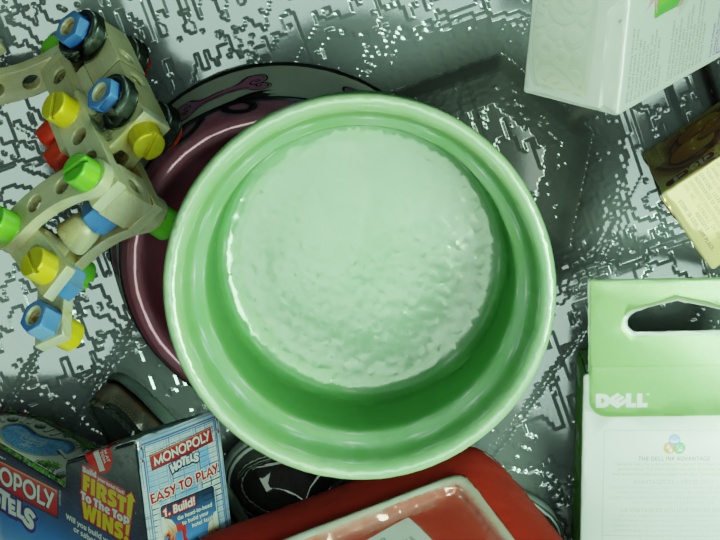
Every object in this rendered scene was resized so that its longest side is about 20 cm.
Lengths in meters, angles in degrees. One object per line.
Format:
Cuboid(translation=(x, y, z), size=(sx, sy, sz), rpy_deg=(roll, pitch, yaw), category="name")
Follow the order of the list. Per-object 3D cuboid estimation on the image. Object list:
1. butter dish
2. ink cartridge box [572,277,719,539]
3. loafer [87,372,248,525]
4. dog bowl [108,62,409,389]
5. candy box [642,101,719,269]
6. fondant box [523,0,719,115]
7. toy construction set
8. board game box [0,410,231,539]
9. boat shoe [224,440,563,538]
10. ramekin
Cuboid(translation=(0.025, 0.218, 1.467), size=(0.200, 0.200, 0.148), rpy_deg=(-19, 138, -23), category="butter dish")
Cuboid(translation=(0.173, 0.096, 1.557), size=(0.104, 0.059, 0.201), rpy_deg=(0, 102, 0), category="ink cartridge box")
Cuboid(translation=(-0.095, 0.151, 1.560), size=(0.063, 0.072, 0.200), rpy_deg=(-40, 102, -18), category="loafer")
Cuboid(translation=(-0.043, -0.011, 1.530), size=(0.200, 0.074, 0.201), rpy_deg=(0, 103, 1), category="dog bowl")
Cuboid(translation=(0.251, -0.087, 1.488), size=(0.200, 0.115, 0.055), rpy_deg=(-35, 101, 8), category="candy box")
Cuboid(translation=(0.160, -0.177, 1.417), size=(0.058, 0.200, 0.145), rpy_deg=(16, 116, 27), category="fondant box")
Cuboid(translation=(-0.166, -0.066, 1.489), size=(0.131, 0.092, 0.200), rpy_deg=(-45, 57, 16), category="toy construction set")
Cuboid(translation=(-0.139, 0.154, 1.518), size=(0.200, 0.062, 0.200), rpy_deg=(26, 121, 38), category="board game box")
Cuboid(translation=(0.019, 0.140, 1.565), size=(0.200, 0.066, 0.070), rpy_deg=(18, 102, -3), category="boat shoe")
Cuboid(translation=(0.000, 0.000, 1.445), size=(0.199, 0.098, 0.201), rpy_deg=(0, 102, 0), category="ramekin")
